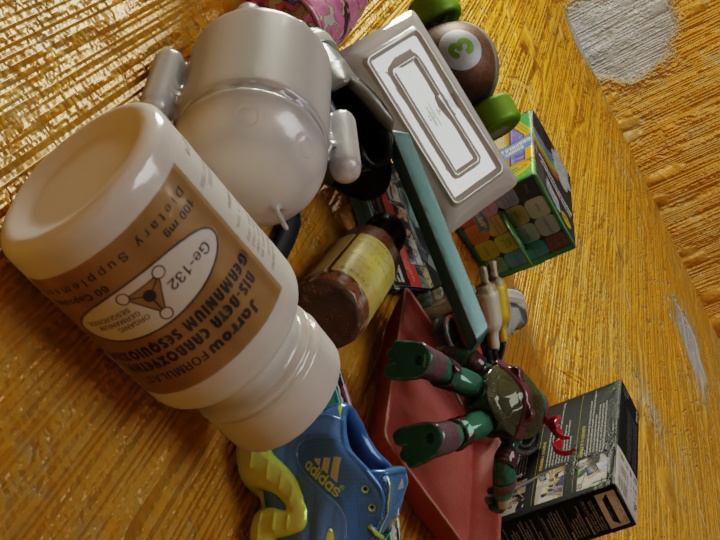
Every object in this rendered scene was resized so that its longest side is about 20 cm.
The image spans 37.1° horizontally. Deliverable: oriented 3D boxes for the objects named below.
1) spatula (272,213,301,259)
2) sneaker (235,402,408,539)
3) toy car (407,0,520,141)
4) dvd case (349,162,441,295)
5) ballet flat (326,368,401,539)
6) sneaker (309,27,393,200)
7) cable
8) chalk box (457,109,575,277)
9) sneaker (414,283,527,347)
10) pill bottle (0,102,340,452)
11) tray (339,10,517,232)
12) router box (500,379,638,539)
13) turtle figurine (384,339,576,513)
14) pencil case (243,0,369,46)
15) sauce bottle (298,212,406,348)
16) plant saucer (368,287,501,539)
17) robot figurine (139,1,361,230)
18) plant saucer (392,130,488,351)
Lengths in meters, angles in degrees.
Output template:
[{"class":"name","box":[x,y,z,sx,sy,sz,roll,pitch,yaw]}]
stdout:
[{"class":"spatula","box":[-0.065,0.009,0.820,0.201,0.020,0.057,-84,156,-53]},{"class":"sneaker","box":[-0.014,0.177,0.674,0.075,0.104,0.203,10,60,-63]},{"class":"toy car","box":[0.036,-0.185,1.084,0.198,0.157,0.166,-12,70,-49]},{"class":"dvd case","box":[0.047,-0.044,1.118,0.199,0.022,0.148,5,65,-63]},{"class":"ballet flat","box":[-0.014,0.151,0.762,0.071,0.068,0.203,63,9,-78]},{"class":"sneaker","box":[-0.003,-0.105,0.926,0.116,0.075,0.201,50,-5,41]},{"class":"cable","box":[0.129,0.097,1.029,0.097,0.050,0.203,-31,105,-42]},{"class":"chalk box","box":[0.188,-0.081,1.334,0.125,0.122,0.201,54,27,-28]},{"class":"sneaker","box":[0.118,0.066,1.125,0.199,0.077,0.088,5,70,-54]},{"class":"pill bottle","box":[-0.100,0.013,0.623,0.201,0.113,0.115,51,28,-33]},{"class":"tray","box":[0.068,-0.145,1.025,0.107,0.022,0.202,-34,94,-25]},{"class":"router box","box":[0.201,0.198,1.070,0.052,0.147,0.200,60,24,-13]},{"class":"turtle figurine","box":[0.103,0.118,0.911,0.199,0.100,0.151,17,42,-49]},{"class":"pencil case","box":[-0.042,-0.261,1.011,0.201,0.081,0.088,-61,146,-51]},{"class":"sauce bottle","box":[0.000,0.000,0.917,0.067,0.065,0.200,62,25,-11]},{"class":"plant saucer","box":[0.067,0.151,0.965,0.201,0.036,0.201,56,25,-27]},{"class":"robot figurine","box":[-0.077,-0.113,0.789,0.167,0.114,0.202,14,44,-12]},{"class":"plant saucer","box":[0.070,-0.027,0.955,0.070,0.019,0.203,84,-14,-77]}]
